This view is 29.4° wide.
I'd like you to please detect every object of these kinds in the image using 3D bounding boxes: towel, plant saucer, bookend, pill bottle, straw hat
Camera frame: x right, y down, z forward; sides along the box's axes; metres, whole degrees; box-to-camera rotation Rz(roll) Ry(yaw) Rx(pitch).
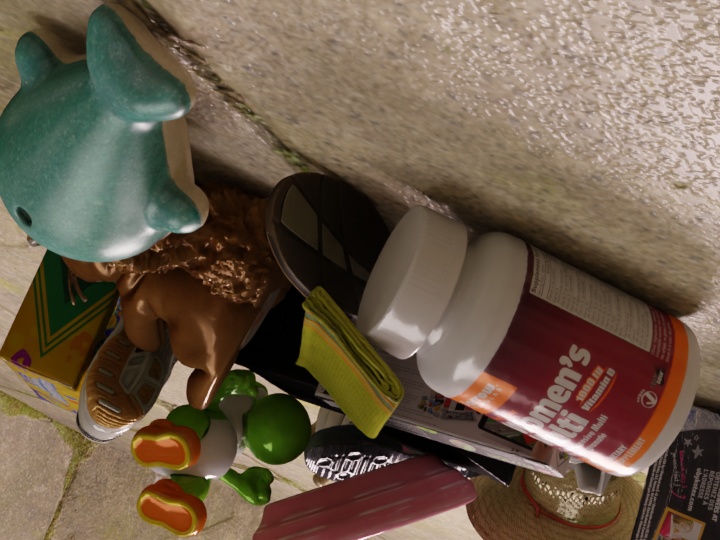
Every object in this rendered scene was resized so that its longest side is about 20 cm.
[{"bbox_3d":[-0.011,0.069,0.916,0.086,0.018,0.200,51,168,8],"label":"towel"},{"bbox_3d":[-0.003,0.198,1.155,0.199,0.051,0.201,-17,171,-3],"label":"plant saucer"},{"bbox_3d":[0.023,0.089,1.177,0.198,0.093,0.200,13,164,36],"label":"bookend"},{"bbox_3d":[0.104,0.043,0.865,0.199,0.110,0.109,25,165,-13],"label":"pill bottle"},{"bbox_3d":[0.200,0.195,1.284,0.200,0.201,0.086,17,124,19],"label":"straw hat"}]

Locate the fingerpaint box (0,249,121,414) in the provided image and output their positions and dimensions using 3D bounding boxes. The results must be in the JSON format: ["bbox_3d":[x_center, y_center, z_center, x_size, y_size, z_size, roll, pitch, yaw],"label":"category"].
[{"bbox_3d":[-0.235,0.034,1.214,0.073,0.168,0.200,21,164,2],"label":"fingerpaint box"}]

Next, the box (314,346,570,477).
[{"bbox_3d":[0.072,0.071,1.007,0.199,0.111,0.035,14,163,32],"label":"box"}]

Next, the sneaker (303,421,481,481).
[{"bbox_3d":[0.034,0.151,1.281,0.198,0.083,0.070,5,140,-26],"label":"sneaker"}]

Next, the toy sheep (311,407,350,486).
[{"bbox_3d":[0.011,0.168,1.396,0.138,0.139,0.199,33,173,-36],"label":"toy sheep"}]

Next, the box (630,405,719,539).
[{"bbox_3d":[0.286,0.200,1.101,0.114,0.133,0.200,14,163,17],"label":"box"}]

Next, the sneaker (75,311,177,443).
[{"bbox_3d":[-0.179,0.056,1.144,0.075,0.201,0.088,36,143,-5],"label":"sneaker"}]

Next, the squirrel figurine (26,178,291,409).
[{"bbox_3d":[-0.150,-0.022,1.029,0.186,0.142,0.200,32,151,4],"label":"squirrel figurine"}]

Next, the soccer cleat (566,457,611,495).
[{"bbox_3d":[0.148,0.113,1.091,0.068,0.086,0.200,6,158,48],"label":"soccer cleat"}]

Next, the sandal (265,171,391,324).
[{"bbox_3d":[0.000,0.000,0.939,0.054,0.082,0.199,0,161,42],"label":"sandal"}]

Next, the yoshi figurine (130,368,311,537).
[{"bbox_3d":[-0.102,0.141,1.133,0.112,0.112,0.200,49,-156,2],"label":"yoshi figurine"}]

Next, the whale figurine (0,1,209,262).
[{"bbox_3d":[-0.161,-0.076,0.826,0.159,0.104,0.200,48,152,0],"label":"whale figurine"}]
